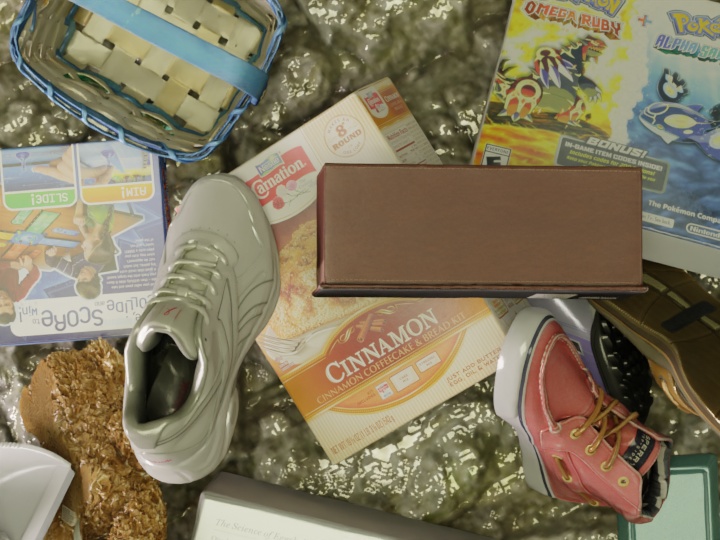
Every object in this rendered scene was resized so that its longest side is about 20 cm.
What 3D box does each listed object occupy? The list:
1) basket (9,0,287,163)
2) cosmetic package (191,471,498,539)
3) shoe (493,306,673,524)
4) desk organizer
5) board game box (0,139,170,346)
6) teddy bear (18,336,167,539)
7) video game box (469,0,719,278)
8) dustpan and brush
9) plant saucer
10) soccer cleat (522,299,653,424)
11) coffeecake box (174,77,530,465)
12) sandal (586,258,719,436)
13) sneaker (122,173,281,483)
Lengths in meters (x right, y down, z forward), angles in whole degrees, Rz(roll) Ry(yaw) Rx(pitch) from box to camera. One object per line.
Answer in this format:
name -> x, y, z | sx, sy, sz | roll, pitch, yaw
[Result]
basket -> -0.133, -0.149, 1.495 | 0.176, 0.200, 0.139 | 29, 87, 3
cosmetic package -> -0.025, 0.255, 1.547 | 0.199, 0.123, 0.200 | 14, 94, 2
shoe -> 0.146, 0.095, 1.496 | 0.091, 0.200, 0.071 | 18, 64, 23
desk organizer -> 0.072, -0.023, 1.446 | 0.200, 0.072, 0.077 | 1, 86, -5
board game box -> -0.228, -0.016, 1.588 | 0.200, 0.034, 0.135 | -4, 93, 3
teddy bear -> -0.164, 0.145, 1.547 | 0.067, 0.200, 0.145 | 3, 125, -34
video game box -> 0.181, -0.100, 1.526 | 0.200, 0.047, 0.182 | 14, 62, 1
dustpan and brush -> -0.291, 0.169, 1.553 | 0.057, 0.200, 0.140 | 40, 65, -33
plant saucer -> 0.211, 0.225, 1.589 | 0.070, 0.019, 0.200 | -3, 93, 3
soccer cleat -> 0.130, 0.020, 1.568 | 0.073, 0.068, 0.200 | -24, 96, 28
coffeecake box -> 0.000, 0.000, 1.540 | 0.153, 0.073, 0.200 | -32, 90, 23
sandal -> 0.212, 0.057, 1.480 | 0.080, 0.200, 0.054 | -23, 135, -25
sneaker -> -0.102, 0.028, 1.464 | 0.078, 0.099, 0.200 | 5, 75, 13
